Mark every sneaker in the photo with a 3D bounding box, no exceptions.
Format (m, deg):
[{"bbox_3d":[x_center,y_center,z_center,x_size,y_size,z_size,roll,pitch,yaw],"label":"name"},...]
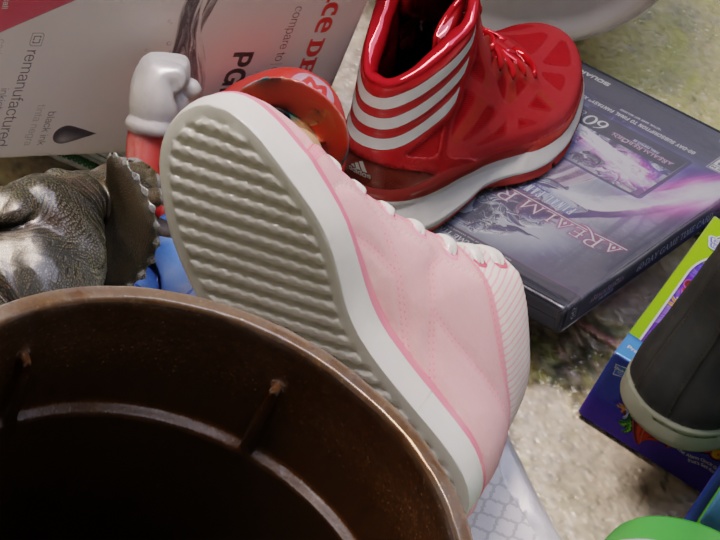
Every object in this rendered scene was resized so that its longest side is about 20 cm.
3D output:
[{"bbox_3d":[0.211,0.011,1.251,0.200,0.106,0.075,-23,59,-44],"label":"sneaker"},{"bbox_3d":[0.000,0.000,1.111,0.200,0.075,0.105,57,40,-15],"label":"sneaker"},{"bbox_3d":[0.060,-0.102,1.319,0.078,0.116,0.200,24,37,17],"label":"sneaker"}]

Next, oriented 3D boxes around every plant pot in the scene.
[{"bbox_3d":[-0.088,0.144,0.952,0.200,0.198,0.200,15,41,-14],"label":"plant pot"}]

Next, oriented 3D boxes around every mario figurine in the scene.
[{"bbox_3d":[-0.059,-0.017,1.182,0.106,0.124,0.200,9,49,27],"label":"mario figurine"}]

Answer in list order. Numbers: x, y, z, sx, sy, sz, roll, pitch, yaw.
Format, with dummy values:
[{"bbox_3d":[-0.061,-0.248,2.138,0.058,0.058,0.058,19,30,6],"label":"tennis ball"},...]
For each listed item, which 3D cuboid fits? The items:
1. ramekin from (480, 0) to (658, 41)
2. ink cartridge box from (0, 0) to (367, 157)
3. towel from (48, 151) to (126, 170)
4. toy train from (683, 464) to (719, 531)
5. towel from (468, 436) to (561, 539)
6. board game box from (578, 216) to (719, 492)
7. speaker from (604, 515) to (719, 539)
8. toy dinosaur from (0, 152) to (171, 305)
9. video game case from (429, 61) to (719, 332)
[{"bbox_3d":[0.089,-0.207,1.431,0.200,0.200,0.105,15,51,-13],"label":"ramekin"},{"bbox_3d":[-0.099,-0.131,1.237,0.200,0.147,0.083,-4,47,-31],"label":"ink cartridge box"},{"bbox_3d":[-0.091,-0.107,1.350,0.149,0.031,0.200,24,40,-3],"label":"towel"},{"bbox_3d":[0.232,0.143,1.169,0.200,0.116,0.085,34,83,9],"label":"toy train"},{"bbox_3d":[0.009,0.131,1.113,0.191,0.032,0.200,-11,65,-37],"label":"towel"},{"bbox_3d":[0.220,0.073,1.308,0.200,0.045,0.134,33,40,8],"label":"board game box"},{"bbox_3d":[0.094,0.193,1.051,0.088,0.088,0.200,27,56,2],"label":"speaker"},{"bbox_3d":[-0.141,0.013,1.073,0.102,0.077,0.200,26,64,4],"label":"toy dinosaur"},{"bbox_3d":[0.096,-0.045,1.368,0.143,0.019,0.200,30,37,25],"label":"video game case"}]
